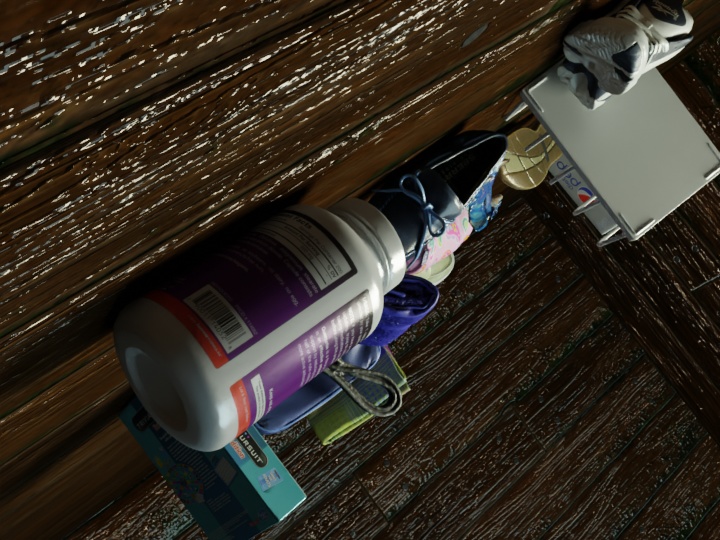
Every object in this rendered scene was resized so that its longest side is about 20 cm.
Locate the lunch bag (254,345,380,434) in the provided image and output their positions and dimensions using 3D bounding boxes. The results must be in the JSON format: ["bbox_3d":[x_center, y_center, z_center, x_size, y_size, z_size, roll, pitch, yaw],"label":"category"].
[{"bbox_3d":[-0.085,0.103,1.090,0.200,0.136,0.132,-35,175,-15],"label":"lunch bag"}]

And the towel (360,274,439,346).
[{"bbox_3d":[-0.020,0.032,0.868,0.200,0.147,0.050,126,-17,-74],"label":"towel"}]

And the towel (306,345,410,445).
[{"bbox_3d":[-0.040,0.109,1.200,0.143,0.200,0.023,-35,153,5],"label":"towel"}]

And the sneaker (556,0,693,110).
[{"bbox_3d":[0.265,-0.229,0.884,0.130,0.080,0.199,-43,171,2],"label":"sneaker"}]

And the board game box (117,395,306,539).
[{"bbox_3d":[-0.165,0.199,1.005,0.047,0.200,0.151,-33,174,-43],"label":"board game box"}]

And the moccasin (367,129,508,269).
[{"bbox_3d":[0.066,-0.078,0.897,0.200,0.080,0.068,-50,-165,-22],"label":"moccasin"}]

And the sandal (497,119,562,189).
[{"bbox_3d":[0.220,-0.159,1.251,0.054,0.081,0.200,-11,-164,34],"label":"sandal"}]

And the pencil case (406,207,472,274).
[{"bbox_3d":[0.080,-0.051,1.168,0.087,0.088,0.200,-40,174,26],"label":"pencil case"}]

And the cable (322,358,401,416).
[{"bbox_3d":[-0.036,0.096,1.010,0.097,0.200,0.050,-43,-173,-20],"label":"cable"}]

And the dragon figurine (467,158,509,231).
[{"bbox_3d":[0.128,-0.084,1.104,0.200,0.059,0.100,-43,149,-53],"label":"dragon figurine"}]

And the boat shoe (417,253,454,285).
[{"bbox_3d":[0.059,-0.004,1.237,0.199,0.072,0.062,-10,178,-38],"label":"boat shoe"}]

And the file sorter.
[{"bbox_3d":[0.277,-0.146,1.048,0.139,0.200,0.125,-37,180,-10],"label":"file sorter"}]

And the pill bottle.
[{"bbox_3d":[-0.063,0.028,0.645,0.200,0.113,0.112,-35,175,-33],"label":"pill bottle"}]

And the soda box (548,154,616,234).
[{"bbox_3d":[0.348,-0.159,1.438,0.068,0.200,0.063,-37,175,-27],"label":"soda box"}]
